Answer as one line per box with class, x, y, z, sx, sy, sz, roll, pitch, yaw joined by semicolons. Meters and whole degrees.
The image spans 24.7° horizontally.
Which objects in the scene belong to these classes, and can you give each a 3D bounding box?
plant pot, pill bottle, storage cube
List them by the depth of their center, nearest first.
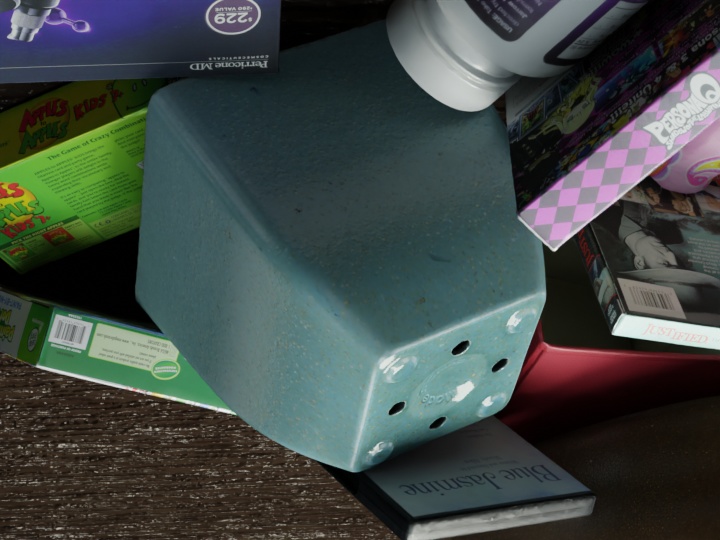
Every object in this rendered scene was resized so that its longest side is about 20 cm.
pill bottle;0.106;-0.175;0.888;0.111;0.112;0.200;19;137;-33
plant pot;0.000;0.000;0.979;0.196;0.200;0.196;-20;147;-25
plant pot;0.167;0.173;1.071;0.200;0.187;0.187;-3;148;21
storage cube;0.157;0.031;1.146;0.200;0.171;0.180;4;145;-17

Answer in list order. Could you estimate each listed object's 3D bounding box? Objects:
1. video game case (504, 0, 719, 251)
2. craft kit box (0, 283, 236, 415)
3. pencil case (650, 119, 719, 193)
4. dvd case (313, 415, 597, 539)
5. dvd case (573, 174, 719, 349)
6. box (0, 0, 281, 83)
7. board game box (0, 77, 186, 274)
video game case;0.164;-0.120;0.893;0.200;0.181;0.036;-40;109;20
craft kit box;-0.162;0.054;1.136;0.200;0.049;0.197;17;180;-30
pencil case;0.243;-0.132;1.005;0.087;0.088;0.200;13;140;-27
dvd case;0.032;0.106;1.030;0.143;0.200;0.018;-2;114;-35
dvd case;0.195;-0.028;1.041;0.146;0.200;0.022;8;130;-22
box;-0.143;-0.174;0.878;0.200;0.079;0.141;-3;148;-6
board game box;-0.162;-0.072;1.044;0.200;0.048;0.102;-20;143;17
